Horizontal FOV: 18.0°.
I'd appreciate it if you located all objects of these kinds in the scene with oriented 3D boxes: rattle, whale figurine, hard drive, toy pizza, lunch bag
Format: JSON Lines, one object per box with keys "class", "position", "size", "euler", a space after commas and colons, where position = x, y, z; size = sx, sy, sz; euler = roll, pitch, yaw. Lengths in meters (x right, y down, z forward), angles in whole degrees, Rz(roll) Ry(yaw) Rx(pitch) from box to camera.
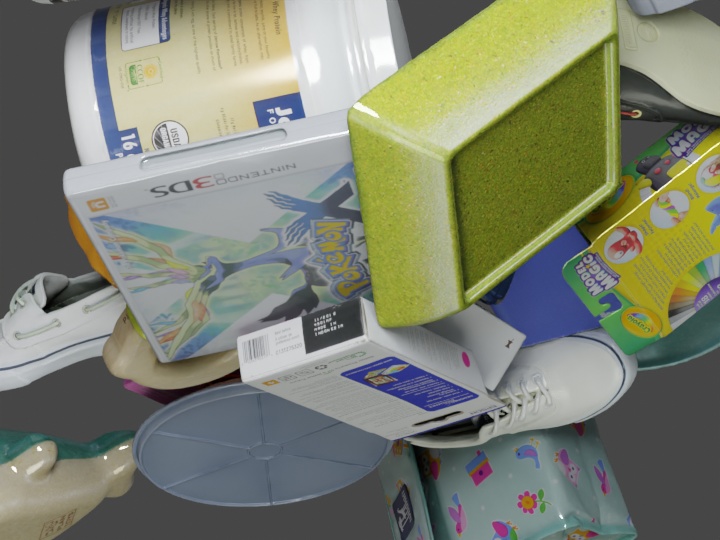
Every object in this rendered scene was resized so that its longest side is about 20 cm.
{"class": "rattle", "position": [-0.099, 0.007, 1.591], "size": [0.199, 0.143, 0.131], "euler": [-6, 127, -38]}
{"class": "whale figurine", "position": [-0.274, 0.166, 1.828], "size": [0.199, 0.104, 0.159], "euler": [-19, 153, -28]}
{"class": "hard drive", "position": [0.130, -0.032, 1.599], "size": [0.131, 0.025, 0.200], "euler": [-16, 132, 21]}
{"class": "toy pizza", "position": [-0.073, 0.123, 1.716], "size": [0.199, 0.032, 0.201], "euler": [-5, 149, -3]}
{"class": "lunch bag", "position": [0.095, 0.174, 1.815], "size": [0.200, 0.171, 0.122], "euler": [-32, 151, 32]}

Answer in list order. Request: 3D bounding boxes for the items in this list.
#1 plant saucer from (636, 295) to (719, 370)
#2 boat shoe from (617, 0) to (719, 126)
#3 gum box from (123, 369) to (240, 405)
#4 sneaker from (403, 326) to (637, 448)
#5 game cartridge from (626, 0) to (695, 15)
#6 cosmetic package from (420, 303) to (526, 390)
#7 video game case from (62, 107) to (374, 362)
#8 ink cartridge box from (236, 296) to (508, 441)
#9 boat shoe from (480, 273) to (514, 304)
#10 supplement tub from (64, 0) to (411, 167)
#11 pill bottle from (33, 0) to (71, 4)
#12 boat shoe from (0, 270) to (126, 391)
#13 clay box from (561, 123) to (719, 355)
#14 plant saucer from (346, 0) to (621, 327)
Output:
{"class": "plant saucer", "position": [0.196, -0.003, 1.671], "size": [0.199, 0.036, 0.201], "euler": [2, 137, 2]}
{"class": "boat shoe", "position": [0.172, -0.133, 1.467], "size": [0.200, 0.074, 0.063], "euler": [13, 146, -23]}
{"class": "gum box", "position": [-0.070, 0.070, 1.725], "size": [0.113, 0.066, 0.199], "euler": [-30, 141, 33]}
{"class": "sneaker", "position": [0.113, 0.097, 1.693], "size": [0.199, 0.073, 0.071], "euler": [-21, -171, 35]}
{"class": "game cartridge", "position": [0.235, -0.230, 1.367], "size": [0.199, 0.041, 0.133], "euler": [-19, 141, 17]}
{"class": "cosmetic package", "position": [0.000, 0.000, 1.563], "size": [0.200, 0.151, 0.052], "euler": [31, 89, -42]}
{"class": "video game case", "position": [-0.063, -0.017, 1.378], "size": [0.181, 0.022, 0.200], "euler": [-12, 146, 7]}
{"class": "ink cartridge box", "position": [0.011, 0.068, 1.490], "size": [0.094, 0.037, 0.200], "euler": [-19, 154, 25]}
{"class": "boat shoe", "position": [0.043, -0.047, 1.534], "size": [0.072, 0.073, 0.200], "euler": [5, 148, 34]}
{"class": "supplement tub", "position": [-0.068, -0.106, 1.394], "size": [0.199, 0.145, 0.145], "euler": [-12, 146, 7]}
{"class": "pill bottle", "position": [-0.141, -0.209, 1.253], "size": [0.199, 0.117, 0.117], "euler": [-7, 147, 2]}
{"class": "boat shoe", "position": [-0.221, 0.031, 1.654], "size": [0.199, 0.074, 0.067], "euler": [-16, 117, 15]}
{"class": "clay box", "position": [0.231, -0.041, 1.558], "size": [0.200, 0.048, 0.115], "euler": [-37, 129, 5]}
{"class": "plant saucer", "position": [0.090, -0.069, 1.355], "size": [0.199, 0.048, 0.201], "euler": [-37, 146, -22]}
